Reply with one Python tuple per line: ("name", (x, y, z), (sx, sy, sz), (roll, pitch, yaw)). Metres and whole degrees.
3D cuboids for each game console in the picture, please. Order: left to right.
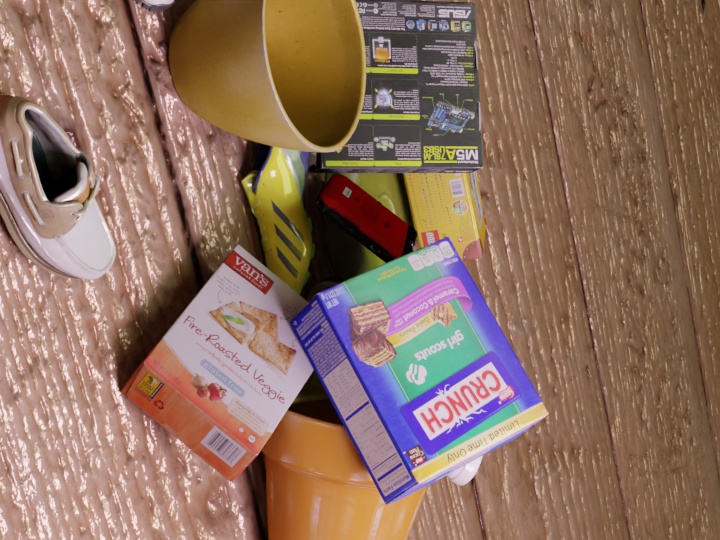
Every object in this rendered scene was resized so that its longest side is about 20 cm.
("game console", (0.000, 0.000, 1.665), (0.172, 0.119, 0.200), (37, 11, -4))

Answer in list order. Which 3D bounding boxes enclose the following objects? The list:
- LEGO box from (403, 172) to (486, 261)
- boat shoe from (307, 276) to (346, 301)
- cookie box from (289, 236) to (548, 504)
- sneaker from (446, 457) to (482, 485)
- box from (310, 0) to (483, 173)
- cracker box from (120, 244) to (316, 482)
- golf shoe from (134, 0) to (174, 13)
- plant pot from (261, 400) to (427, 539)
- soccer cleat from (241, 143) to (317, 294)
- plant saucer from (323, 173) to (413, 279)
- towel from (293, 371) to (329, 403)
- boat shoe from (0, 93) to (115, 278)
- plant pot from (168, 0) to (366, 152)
("LEGO box", (0.097, -0.124, 1.897), (0.149, 0.076, 0.202), (-72, 150, -71))
("boat shoe", (-0.007, 0.077, 1.725), (0.061, 0.073, 0.201), (-64, 143, -43))
("cookie box", (0.056, 0.093, 1.478), (0.170, 0.075, 0.201), (-23, 78, -32))
("sneaker", (0.081, 0.137, 1.730), (0.115, 0.074, 0.201), (25, 46, -24))
("box", (0.039, -0.208, 1.750), (0.198, 0.047, 0.195), (-2, 89, -19))
("cracker box", (-0.118, 0.083, 1.461), (0.134, 0.058, 0.200), (39, 40, -5))
("golf shoe", (-0.192, -0.333, 1.404), (0.078, 0.094, 0.202), (-53, 133, -52))
("plant pot", (-0.017, 0.227, 1.584), (0.200, 0.199, 0.185), (-6, 107, -62))
("soccer cleat", (-0.091, -0.068, 1.617), (0.083, 0.064, 0.202), (0, 91, -32))
("plant saucer", (0.018, -0.062, 1.832), (0.200, 0.031, 0.202), (12, 76, -62))
("towel", (-0.052, 0.108, 1.592), (0.199, 0.086, 0.018), (-1, 116, -51))
("boat shoe", (-0.252, -0.062, 1.266), (0.200, 0.068, 0.075), (55, 41, -44))
("plant pot", (-0.101, -0.209, 1.508), (0.200, 0.141, 0.202), (14, 74, -60))
